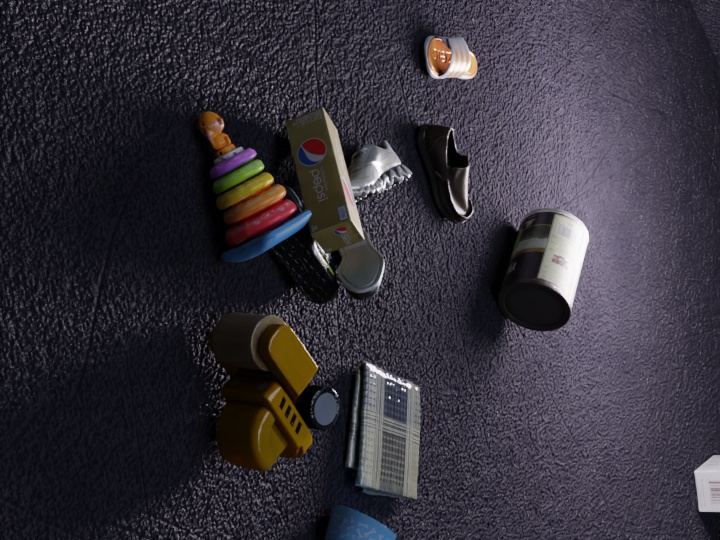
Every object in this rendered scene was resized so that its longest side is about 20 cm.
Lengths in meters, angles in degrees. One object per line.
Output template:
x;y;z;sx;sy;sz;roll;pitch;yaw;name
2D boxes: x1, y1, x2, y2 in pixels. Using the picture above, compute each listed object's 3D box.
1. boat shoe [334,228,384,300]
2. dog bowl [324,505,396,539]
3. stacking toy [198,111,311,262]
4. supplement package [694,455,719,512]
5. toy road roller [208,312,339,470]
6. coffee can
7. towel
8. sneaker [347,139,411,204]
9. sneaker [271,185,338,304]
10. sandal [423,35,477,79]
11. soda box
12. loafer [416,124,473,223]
0.000;0.000;1.711;0.201;0.075;0.061;-98;178;-62;boat shoe
0.019;0.422;1.703;0.200;0.111;0.050;50;59;-40;dog bowl
-0.164;-0.123;1.537;0.110;0.115;0.201;-35;100;-48;stacking toy
1.032;0.600;3.219;0.199;0.116;0.118;-9;91;-57;supplement package
-0.133;0.167;1.488;0.146;0.122;0.201;-50;125;-33;toy road roller
0.367;-0.002;2.271;0.147;0.145;0.201;55;42;-36;coffee can
0.039;0.264;1.834;0.192;0.034;0.202;30;58;-55;towel
0.005;-0.154;1.822;0.200;0.075;0.082;-32;97;-57;sneaker
-0.090;-0.041;1.668;0.083;0.071;0.201;-85;155;-61;sneaker
0.185;-0.403;2.139;0.206;0.059;0.080;-10;93;-57;sandal
-0.053;-0.132;1.652;0.068;0.063;0.202;53;21;-60;soda box
0.164;-0.173;2.057;0.073;0.071;0.201;-56;130;-45;loafer
